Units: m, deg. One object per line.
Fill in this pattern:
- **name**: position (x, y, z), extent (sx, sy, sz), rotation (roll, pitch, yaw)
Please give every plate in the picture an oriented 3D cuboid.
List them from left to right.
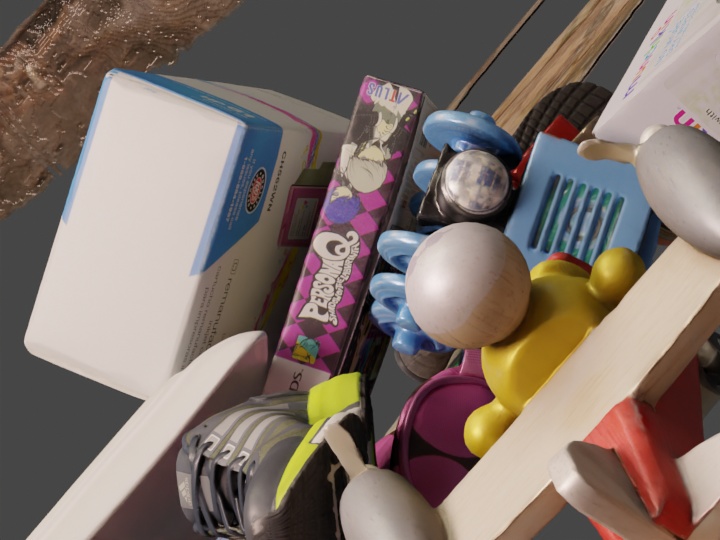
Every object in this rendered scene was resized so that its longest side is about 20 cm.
- **plate**: position (-0.115, 0.130, 1.139), extent (0.200, 0.032, 0.200), rotation (-51, -14, -20)

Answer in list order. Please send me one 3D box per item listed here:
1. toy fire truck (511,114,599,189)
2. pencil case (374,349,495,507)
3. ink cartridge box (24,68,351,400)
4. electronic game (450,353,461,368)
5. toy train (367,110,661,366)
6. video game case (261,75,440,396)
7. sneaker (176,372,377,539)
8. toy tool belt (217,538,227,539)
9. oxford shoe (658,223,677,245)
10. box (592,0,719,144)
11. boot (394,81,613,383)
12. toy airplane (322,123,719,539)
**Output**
- **toy fire truck**: position (0.098, -0.039, 1.292), extent (0.141, 0.049, 0.200), rotation (-46, -1, -18)
- **pencil case**: position (0.016, 0.110, 1.122), extent (0.200, 0.090, 0.094), rotation (141, 132, -57)
- **ink cartridge box**: position (-0.073, -0.018, 1.222), extent (0.200, 0.084, 0.145), rotation (-5, -66, -71)
- **electronic game**: position (0.081, 0.044, 1.250), extent (0.200, 0.042, 0.200), rotation (-51, 6, 7)
- **toy train**: position (0.068, -0.001, 1.072), extent (0.200, 0.114, 0.087), rotation (97, -165, -73)
- **video game case**: position (0.000, 0.000, 1.205), extent (0.200, 0.036, 0.182), rotation (1, -74, -84)
- **sneaker**: position (-0.034, 0.090, 0.952), extent (0.080, 0.074, 0.200), rotation (-8, 4, 3)
- **toy tool belt**: position (-0.082, 0.157, 1.396), extent (0.125, 0.123, 0.200), rotation (-45, 8, 45)
- **oxford shoe**: position (0.176, -0.086, 1.198), extent (0.073, 0.071, 0.200), rotation (-39, 12, 40)
- **box**: position (0.215, -0.129, 1.038), extent (0.176, 0.097, 0.200), rotation (-42, 11, 46)
- **boot**: position (0.090, -0.027, 1.527), extent (0.200, 0.070, 0.132), rotation (-49, -1, -28)
- **toy airplane**: position (0.072, 0.042, 0.830), extent (0.200, 0.141, 0.199), rotation (-54, 7, -30)
